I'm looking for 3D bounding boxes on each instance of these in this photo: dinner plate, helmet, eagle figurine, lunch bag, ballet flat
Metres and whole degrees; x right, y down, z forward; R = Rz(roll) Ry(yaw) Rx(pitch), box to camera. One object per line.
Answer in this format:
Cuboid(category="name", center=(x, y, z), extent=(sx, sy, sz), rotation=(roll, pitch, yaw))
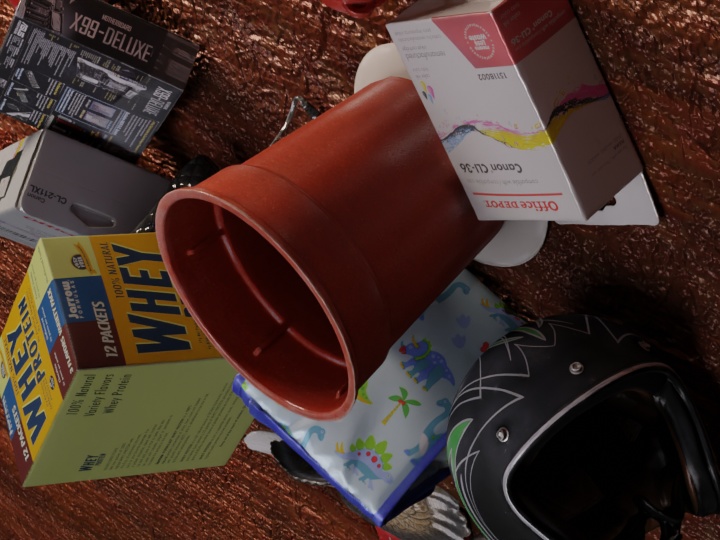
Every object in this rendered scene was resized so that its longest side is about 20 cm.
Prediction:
Cuboid(category="dinner plate", center=(0.061, -0.082, 1.483), extent=(0.200, 0.024, 0.201), rotation=(37, 151, 24))
Cuboid(category="helmet", center=(0.155, 0.128, 1.422), extent=(0.191, 0.200, 0.200), rotation=(60, 153, -2))
Cuboid(category="eagle figurine", center=(-0.006, 0.157, 1.692), extent=(0.151, 0.151, 0.200), rotation=(101, 154, -43))
Cuboid(category="lunch bag", center=(0.023, 0.088, 1.557), extent=(0.170, 0.200, 0.128), rotation=(40, 151, 17))
Cuboid(category="ballet flat", center=(-0.189, -0.025, 1.754), extent=(0.066, 0.200, 0.057), rotation=(21, -144, -50))

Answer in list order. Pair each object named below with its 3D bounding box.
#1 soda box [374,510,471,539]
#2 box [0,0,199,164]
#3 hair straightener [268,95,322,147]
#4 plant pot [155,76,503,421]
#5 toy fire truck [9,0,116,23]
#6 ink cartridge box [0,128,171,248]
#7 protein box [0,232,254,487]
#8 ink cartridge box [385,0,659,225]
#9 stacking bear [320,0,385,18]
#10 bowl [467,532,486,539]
Cuboid(category="soda box", center=(0.077, 0.308, 1.901), extent=(0.070, 0.063, 0.201), rotation=(26, 143, 39))
Cuboid(category="box", center=(-0.245, -0.174, 1.733), extent=(0.157, 0.050, 0.200), rotation=(23, 156, -11))
Cuboid(category="hair straightener", center=(-0.031, -0.050, 1.543), extent=(0.041, 0.077, 0.201), rotation=(93, 160, -65))
Cuboid(category="plant pot", center=(-0.011, -0.028, 1.417), extent=(0.200, 0.195, 0.201), rotation=(36, 149, 26))
Cuboid(category="toy fire truck", center=(-0.306, -0.277, 1.773), extent=(0.141, 0.049, 0.200), rotation=(58, 151, -11))
Cuboid(category="ink cartridge box", center=(-0.272, -0.063, 1.862), extent=(0.145, 0.083, 0.200), rotation=(22, 169, -20))
Cuboid(category="protein box", center=(-0.196, 0.076, 1.716), extent=(0.199, 0.199, 0.135), rotation=(-58, 44, 48))
Cuboid(category="ink cartridge box", center=(0.113, -0.100, 1.327), extent=(0.116, 0.067, 0.201), rotation=(3, 126, 54))
Cuboid(category="stacking bear", center=(-0.056, -0.253, 1.362), extent=(0.200, 0.121, 0.114), rotation=(35, 148, 14))
Cuboid(category="bowl", center=(0.162, 0.299, 1.729), extent=(0.201, 0.090, 0.202), rotation=(38, 150, 26))
